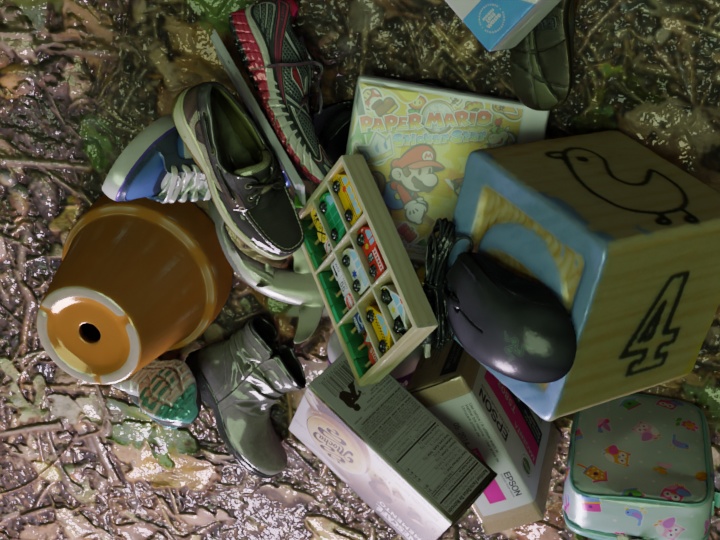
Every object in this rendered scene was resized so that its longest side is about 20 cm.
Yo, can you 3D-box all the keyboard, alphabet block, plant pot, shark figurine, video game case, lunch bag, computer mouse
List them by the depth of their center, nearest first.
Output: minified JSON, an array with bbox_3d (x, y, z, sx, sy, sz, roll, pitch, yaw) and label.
[{"bbox_3d":[0.110,0.044,1.040,0.200,0.053,0.139,29,121,48],"label":"computer mouse"},{"bbox_3d":[0.215,-0.002,1.099,0.195,0.199,0.197,43,133,39],"label":"alphabet block"},{"bbox_3d":[0.081,-0.098,1.189,0.199,0.023,0.183,10,106,1],"label":"video game case"},{"bbox_3d":[-0.106,-0.160,1.190,0.011,0.056,0.200,-29,76,-4],"label":"keyboard"},{"bbox_3d":[0.303,0.215,1.229,0.160,0.200,0.077,7,121,10],"label":"lunch bag"},{"bbox_3d":[-0.271,0.029,1.307,0.199,0.183,0.201,7,118,13],"label":"plant pot"},{"bbox_3d":[-0.100,-0.002,1.308,0.214,0.089,0.128,26,88,-8],"label":"shark figurine"}]

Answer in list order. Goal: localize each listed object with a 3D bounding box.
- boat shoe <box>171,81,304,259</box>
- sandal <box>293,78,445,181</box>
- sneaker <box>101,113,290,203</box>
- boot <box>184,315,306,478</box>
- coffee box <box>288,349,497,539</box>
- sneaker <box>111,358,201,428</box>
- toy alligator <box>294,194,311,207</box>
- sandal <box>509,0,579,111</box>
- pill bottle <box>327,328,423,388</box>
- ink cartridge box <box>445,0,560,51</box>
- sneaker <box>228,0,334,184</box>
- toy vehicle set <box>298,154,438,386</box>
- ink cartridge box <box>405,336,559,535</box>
[{"bbox_3d":[-0.116,-0.099,1.147,0.066,0.072,0.201,-10,115,58],"label":"boat shoe"},{"bbox_3d":[0.001,-0.148,1.213,0.200,0.048,0.075,-21,109,24],"label":"sandal"},{"bbox_3d":[-0.154,-0.095,1.194,0.146,0.200,0.081,41,134,6],"label":"sneaker"},{"bbox_3d":[-0.118,0.159,1.398,0.130,0.068,0.200,-24,106,28],"label":"boot"},{"bbox_3d":[0.030,0.187,1.186,0.200,0.080,0.113,43,148,11],"label":"coffee box"},{"bbox_3d":[-0.229,0.157,1.391,0.078,0.200,0.091,-46,117,-13],"label":"sneaker"},{"bbox_3d":[0.029,-0.070,1.247,0.199,0.054,0.060,2,92,6],"label":"toy alligator"},{"bbox_3d":[0.183,-0.256,1.096,0.081,0.055,0.201,6,112,28],"label":"sandal"},{"bbox_3d":[0.018,0.119,1.304,0.112,0.112,0.201,7,124,12],"label":"pill bottle"},{"bbox_3d":[0.104,-0.315,1.050,0.200,0.067,0.116,51,121,8],"label":"ink cartridge box"},{"bbox_3d":[-0.067,-0.184,1.175,0.074,0.081,0.201,-23,96,-5],"label":"sneaker"},{"bbox_3d":[0.000,0.000,1.145,0.124,0.026,0.200,-50,55,47],"label":"toy vehicle set"},{"bbox_3d":[0.141,0.161,1.268,0.075,0.165,0.200,-21,110,25],"label":"ink cartridge box"}]
